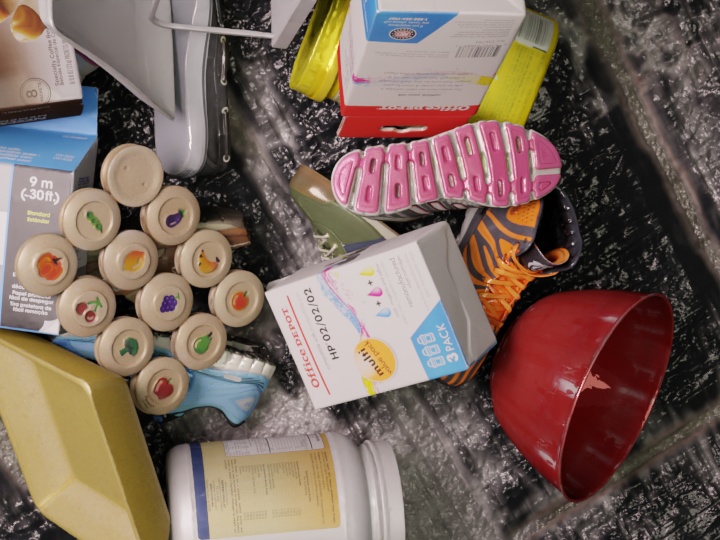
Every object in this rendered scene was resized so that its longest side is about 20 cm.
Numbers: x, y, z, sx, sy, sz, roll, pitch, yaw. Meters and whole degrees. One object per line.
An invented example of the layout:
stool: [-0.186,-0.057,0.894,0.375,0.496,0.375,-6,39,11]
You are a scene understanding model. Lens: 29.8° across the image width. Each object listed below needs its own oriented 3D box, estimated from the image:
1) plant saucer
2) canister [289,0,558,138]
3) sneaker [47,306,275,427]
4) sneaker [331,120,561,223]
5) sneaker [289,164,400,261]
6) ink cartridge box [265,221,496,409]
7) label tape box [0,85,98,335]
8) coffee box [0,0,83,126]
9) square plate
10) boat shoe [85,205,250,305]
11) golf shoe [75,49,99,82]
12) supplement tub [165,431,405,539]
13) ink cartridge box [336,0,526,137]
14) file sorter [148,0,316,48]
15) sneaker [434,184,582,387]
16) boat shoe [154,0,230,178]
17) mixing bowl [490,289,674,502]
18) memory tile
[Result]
plant saucer: [-0.232,0.142,1.129,0.048,0.200,0.200,-30,121,-32]
canister: [0.057,-0.191,1.186,0.200,0.087,0.149,20,96,-14]
sneaker: [-0.179,0.092,1.193,0.200,0.078,0.090,16,99,-12]
sneaker: [0.068,-0.081,1.150,0.199,0.087,0.074,-9,90,-10]
sneaker: [0.000,0.000,1.212,0.200,0.067,0.090,39,85,-16]
ink cartridge box: [0.000,0.045,1.155,0.200,0.068,0.115,-19,99,32]
label tape box: [-0.296,-0.056,1.104,0.143,0.066,0.200,7,99,6]
coffee box: [-0.287,-0.215,1.042,0.114,0.080,0.200,-10,89,-14]
square plate: [-0.202,-0.238,1.057,0.028,0.198,0.200,-10,73,16]
boat shoe: [-0.193,-0.007,1.182,0.200,0.076,0.074,-11,106,0]
golf shoe: [-0.314,-0.212,1.127,0.200,0.075,0.092,40,112,-4]
supplement tub: [-0.069,0.218,1.196,0.199,0.144,0.145,-3,99,-9]
ink cartridge box: [0.047,-0.177,1.072,0.116,0.200,0.067,-1,69,-11]
file sorter: [-0.103,-0.299,1.077,0.124,0.139,0.200,2,78,-16]
sneaker: [0.121,0.008,1.169,0.077,0.112,0.200,23,82,-30]
boat shoe: [-0.142,-0.179,1.169,0.057,0.069,0.201,0,92,-45]
mixing bowl: [0.186,0.095,1.217,0.108,0.200,0.201,23,95,30]
memory tile: [-0.174,0.009,1.109,0.153,0.017,0.200,-48,123,-17]
